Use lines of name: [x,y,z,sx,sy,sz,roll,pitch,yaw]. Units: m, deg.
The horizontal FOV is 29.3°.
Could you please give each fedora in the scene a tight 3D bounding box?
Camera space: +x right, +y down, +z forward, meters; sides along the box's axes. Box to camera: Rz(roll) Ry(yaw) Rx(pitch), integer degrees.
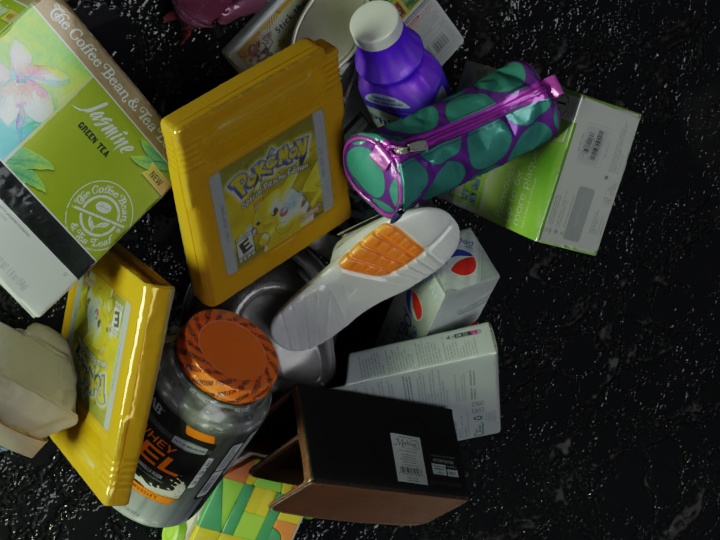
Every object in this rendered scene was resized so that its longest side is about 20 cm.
fedora: [-0.084,0.065,1.367,0.177,0.090,0.201,-41,123,-12]

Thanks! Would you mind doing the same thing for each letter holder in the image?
letter holder: [-0.016,0.200,1.377,0.199,0.102,0.142,13,143,-36]

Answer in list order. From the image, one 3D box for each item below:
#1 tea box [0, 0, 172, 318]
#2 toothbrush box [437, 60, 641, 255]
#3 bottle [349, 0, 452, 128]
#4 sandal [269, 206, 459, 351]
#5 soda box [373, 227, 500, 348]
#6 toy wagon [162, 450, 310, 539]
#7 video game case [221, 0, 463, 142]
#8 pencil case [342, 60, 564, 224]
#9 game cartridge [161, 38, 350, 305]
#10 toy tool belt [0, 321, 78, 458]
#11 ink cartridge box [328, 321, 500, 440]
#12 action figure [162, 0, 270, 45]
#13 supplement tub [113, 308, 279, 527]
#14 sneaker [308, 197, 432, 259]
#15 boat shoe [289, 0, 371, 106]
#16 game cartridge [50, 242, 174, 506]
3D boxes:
tea box: [-0.285,-0.109,1.160,0.197,0.133,0.200,-47,124,-10]
toothbrush box: [0.170,-0.117,1.388,0.085,0.200,0.147,12,101,-32]
bottle: [0.041,-0.174,1.299,0.066,0.083,0.200,-66,153,-20]
sandal: [-0.005,-0.005,1.306,0.206,0.059,0.079,-33,127,8]
soda box: [0.075,0.044,1.407,0.068,0.064,0.201,-18,152,-25]
toy wagon: [-0.131,0.281,1.445,0.154,0.039,0.202,22,95,-34]
video game case: [-0.013,-0.221,1.352,0.200,0.023,0.182,-47,124,-7]
pencil case: [0.086,-0.120,1.251,0.199,0.092,0.086,-28,84,-24]
game cartridge: [-0.084,-0.087,1.207,0.176,0.032,0.201,-35,143,-27]
toy tool belt: [-0.351,0.097,1.198,0.122,0.126,0.199,-31,138,26]
ink cartridge box: [0.045,0.133,1.424,0.198,0.044,0.197,-11,150,0]
action figure: [-0.112,-0.264,1.199,0.133,0.150,0.200,23,128,-22]
supplement tub: [-0.161,0.136,1.282,0.121,0.123,0.201,9,132,-32]
sneaker: [0.001,-0.059,1.387,0.199,0.075,0.115,29,90,-40]
boat shoe: [-0.039,-0.186,1.310,0.066,0.057,0.202,18,95,3]
game cartridge: [-0.231,0.082,1.234,0.032,0.176,0.202,8,102,-33]
